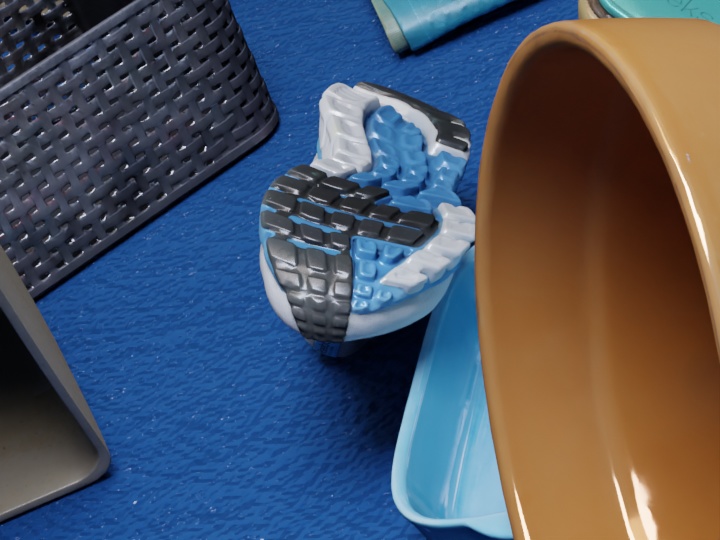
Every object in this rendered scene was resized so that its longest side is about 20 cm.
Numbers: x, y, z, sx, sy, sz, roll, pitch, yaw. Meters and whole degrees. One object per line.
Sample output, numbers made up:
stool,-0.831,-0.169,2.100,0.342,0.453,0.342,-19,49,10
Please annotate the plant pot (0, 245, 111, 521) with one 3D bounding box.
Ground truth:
plant pot,-0.234,-0.007,0.989,0.199,0.200,0.177,-23,50,2

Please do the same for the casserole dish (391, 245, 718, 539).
casserole dish,0.079,0.038,0.904,0.121,0.039,0.200,-13,31,20

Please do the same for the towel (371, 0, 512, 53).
towel,0.092,-0.170,1.267,0.200,0.022,0.147,-22,29,0

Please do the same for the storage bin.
storage bin,-0.155,-0.066,1.200,0.200,0.094,0.135,-35,30,-22

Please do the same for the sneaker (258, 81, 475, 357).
sneaker,0.000,0.000,0.977,0.075,0.087,0.200,18,20,3

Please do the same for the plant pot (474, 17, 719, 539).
plant pot,0.127,0.024,0.733,0.140,0.201,0.200,-8,25,-15

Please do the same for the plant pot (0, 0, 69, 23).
plant pot,-0.127,-0.251,1.418,0.200,0.200,0.173,-1,20,36

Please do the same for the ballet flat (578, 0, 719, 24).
ballet flat,0.163,-0.051,0.954,0.200,0.063,0.069,36,61,28
